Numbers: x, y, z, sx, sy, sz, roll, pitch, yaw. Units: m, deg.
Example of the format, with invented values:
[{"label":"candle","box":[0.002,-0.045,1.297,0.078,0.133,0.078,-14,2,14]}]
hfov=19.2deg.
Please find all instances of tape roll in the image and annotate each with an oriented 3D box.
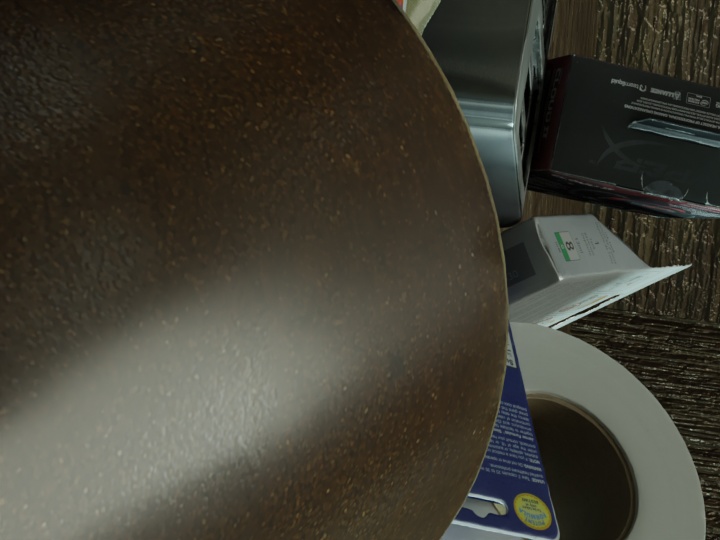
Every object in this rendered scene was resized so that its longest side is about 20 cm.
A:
[{"label":"tape roll","box":[0.084,0.150,1.262,0.139,0.202,0.203,-50,-160,48]}]

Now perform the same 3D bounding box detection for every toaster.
[{"label":"toaster","box":[0.047,-0.141,1.226,0.200,0.118,0.181,74,24,-68]}]

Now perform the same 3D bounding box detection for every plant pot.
[{"label":"plant pot","box":[-0.097,0.031,0.369,0.200,0.186,0.187,-38,136,-57]}]

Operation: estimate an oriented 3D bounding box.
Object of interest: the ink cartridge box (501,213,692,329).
[{"label":"ink cartridge box","box":[0.101,0.013,1.361,0.200,0.161,0.050,-8,74,-58]}]

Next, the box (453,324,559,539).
[{"label":"box","box":[0.040,0.057,1.170,0.032,0.121,0.200,-38,-130,37]}]

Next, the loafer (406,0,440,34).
[{"label":"loafer","box":[0.029,-0.189,1.117,0.200,0.076,0.067,-57,142,-23]}]

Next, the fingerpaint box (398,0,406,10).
[{"label":"fingerpaint box","box":[-0.027,-0.131,0.911,0.200,0.073,0.167,31,67,-81]}]

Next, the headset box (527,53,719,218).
[{"label":"headset box","box":[0.168,-0.081,1.336,0.200,0.148,0.075,-173,-86,-77]}]
